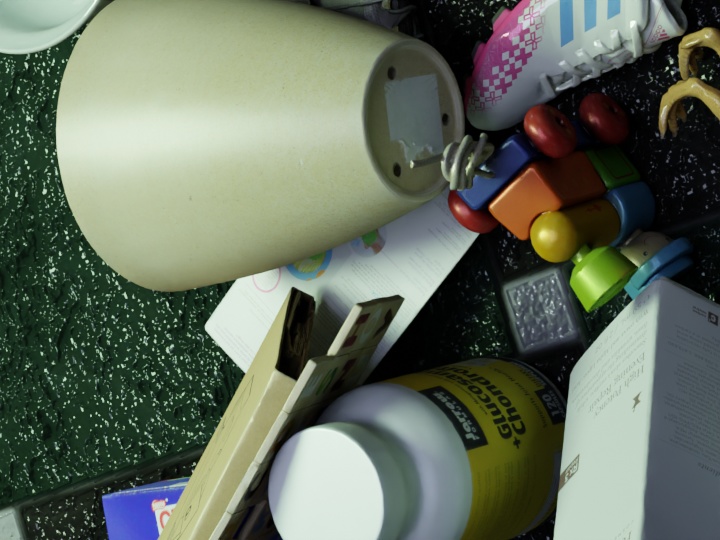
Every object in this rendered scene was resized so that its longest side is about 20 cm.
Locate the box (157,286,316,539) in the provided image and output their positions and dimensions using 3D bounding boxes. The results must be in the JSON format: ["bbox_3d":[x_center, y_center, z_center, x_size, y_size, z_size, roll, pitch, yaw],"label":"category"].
[{"bbox_3d":[-0.082,0.121,1.410,0.021,0.164,0.201,27,105,-6],"label":"box"}]

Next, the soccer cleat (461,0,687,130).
[{"bbox_3d":[0.136,-0.142,1.354,0.086,0.070,0.200,48,119,21],"label":"soccer cleat"}]

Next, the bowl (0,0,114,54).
[{"bbox_3d":[-0.206,-0.248,1.568,0.200,0.090,0.202,5,98,34],"label":"bowl"}]

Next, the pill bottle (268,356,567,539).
[{"bbox_3d":[0.037,0.117,1.373,0.112,0.200,0.113,5,98,34],"label":"pill bottle"}]

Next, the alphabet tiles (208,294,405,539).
[{"bbox_3d":[-0.036,0.103,1.374,0.008,0.167,0.201,32,100,12],"label":"alphabet tiles"}]

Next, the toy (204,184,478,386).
[{"bbox_3d":[0.000,0.000,1.480,0.115,0.047,0.200,47,114,26],"label":"toy"}]

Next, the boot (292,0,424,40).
[{"bbox_3d":[0.016,-0.204,1.443,0.199,0.069,0.175,-11,95,39],"label":"boot"}]

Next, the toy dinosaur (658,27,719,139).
[{"bbox_3d":[0.218,-0.113,1.298,0.106,0.060,0.201,5,127,39],"label":"toy dinosaur"}]

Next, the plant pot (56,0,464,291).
[{"bbox_3d":[-0.044,-0.084,1.377,0.199,0.187,0.188,-2,94,41],"label":"plant pot"}]

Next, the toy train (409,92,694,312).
[{"bbox_3d":[0.108,-0.025,1.311,0.085,0.200,0.116,-45,75,29],"label":"toy train"}]

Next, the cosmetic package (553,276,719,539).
[{"bbox_3d":[0.160,0.113,1.282,0.074,0.201,0.102,26,132,-12],"label":"cosmetic package"}]

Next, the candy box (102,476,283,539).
[{"bbox_3d":[-0.071,0.232,1.538,0.168,0.077,0.201,-9,91,36],"label":"candy box"}]
